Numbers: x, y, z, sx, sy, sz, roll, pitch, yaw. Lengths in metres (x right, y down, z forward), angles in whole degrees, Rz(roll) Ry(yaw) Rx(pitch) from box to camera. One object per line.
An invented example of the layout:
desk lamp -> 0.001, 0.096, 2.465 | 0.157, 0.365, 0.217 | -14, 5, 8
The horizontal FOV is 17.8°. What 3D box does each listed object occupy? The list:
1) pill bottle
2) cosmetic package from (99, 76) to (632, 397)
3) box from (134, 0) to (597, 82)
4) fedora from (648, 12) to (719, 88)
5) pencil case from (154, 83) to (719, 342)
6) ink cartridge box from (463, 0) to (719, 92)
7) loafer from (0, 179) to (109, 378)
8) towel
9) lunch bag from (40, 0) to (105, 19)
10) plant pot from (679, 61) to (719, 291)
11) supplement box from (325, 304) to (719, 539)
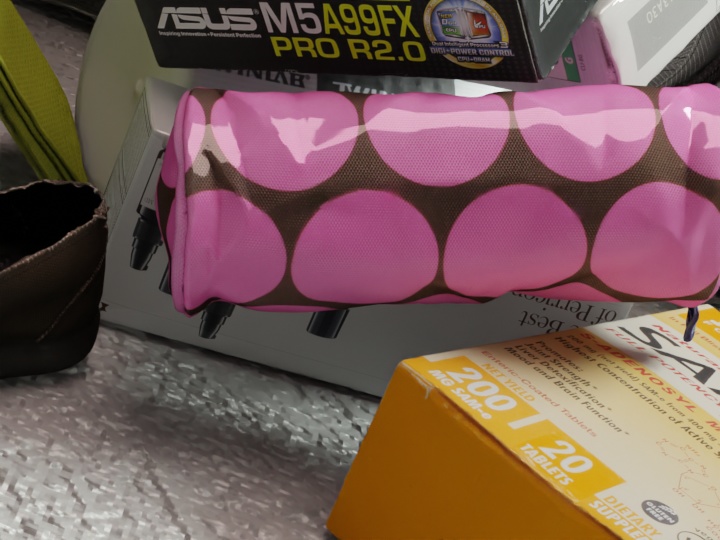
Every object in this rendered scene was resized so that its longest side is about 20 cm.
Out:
pill bottle -> -0.009, -0.059, 0.955 | 0.199, 0.107, 0.106 | 9, 28, -30
cosmetic package -> 0.000, 0.000, 0.873 | 0.199, 0.083, 0.051 | 16, 27, -17
box -> 0.030, -0.145, 0.862 | 0.160, 0.044, 0.200 | 6, 41, 29
fedora -> 0.086, -0.153, 1.031 | 0.090, 0.177, 0.201 | -15, 70, -39
pencil case -> 0.028, -0.022, 0.794 | 0.199, 0.091, 0.094 | 1, 4, -11
ink cartridge box -> 0.062, -0.138, 0.917 | 0.199, 0.050, 0.161 | 14, 45, 39
loafer -> -0.159, -0.004, 0.739 | 0.073, 0.072, 0.200 | 37, 26, 28
towel -> -0.141, -0.102, 0.846 | 0.018, 0.200, 0.086 | -20, 52, 4
lunch bag -> -0.068, -0.177, 1.137 | 0.199, 0.118, 0.164 | 24, 28, -8
plant pot -> 0.209, -0.059, 1.095 | 0.134, 0.201, 0.200 | 3, 17, 20
supplement box -> 0.103, 0.081, 0.806 | 0.126, 0.074, 0.200 | 38, 27, 29
